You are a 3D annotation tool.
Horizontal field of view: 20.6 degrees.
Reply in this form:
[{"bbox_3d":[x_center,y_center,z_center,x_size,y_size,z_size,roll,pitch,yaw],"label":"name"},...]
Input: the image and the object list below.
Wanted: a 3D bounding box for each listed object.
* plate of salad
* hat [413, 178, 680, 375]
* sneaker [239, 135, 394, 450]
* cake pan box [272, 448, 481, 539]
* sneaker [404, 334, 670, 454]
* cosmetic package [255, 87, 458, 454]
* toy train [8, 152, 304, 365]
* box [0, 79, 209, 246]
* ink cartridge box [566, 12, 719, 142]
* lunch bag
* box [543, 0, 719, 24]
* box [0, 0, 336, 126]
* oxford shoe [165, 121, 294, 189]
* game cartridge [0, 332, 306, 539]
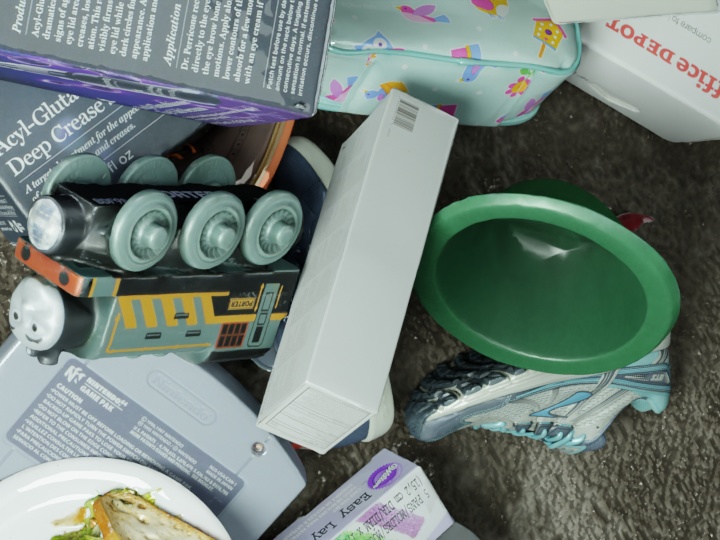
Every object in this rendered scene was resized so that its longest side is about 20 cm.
[{"bbox_3d":[-0.162,0.203,1.137,0.199,0.048,0.201,0,72,0],"label":"plate of salad"},{"bbox_3d":[0.128,-0.047,1.239,0.165,0.200,0.176,22,56,-3],"label":"hat"},{"bbox_3d":[-0.040,0.019,1.241,0.084,0.075,0.201,-15,96,-22],"label":"sneaker"},{"bbox_3d":[0.002,0.241,1.260,0.200,0.052,0.184,-38,117,-18],"label":"cake pan box"},{"bbox_3d":[0.126,0.087,1.309,0.200,0.078,0.087,-17,102,-20],"label":"sneaker"},{"bbox_3d":[0.000,0.000,1.153,0.051,0.083,0.200,25,61,-15],"label":"cosmetic package"},{"bbox_3d":[-0.111,-0.002,1.112,0.200,0.085,0.114,-3,115,-52],"label":"toy train"},{"bbox_3d":[-0.195,-0.136,1.158,0.148,0.107,0.200,-39,104,-16],"label":"box"},{"bbox_3d":[0.220,-0.205,1.335,0.146,0.084,0.200,27,81,-20],"label":"ink cartridge box"},{"bbox_3d":[0.037,-0.175,1.244,0.199,0.077,0.161,2,59,-25],"label":"lunch bag"},{"bbox_3d":[0.162,-0.268,1.201,0.128,0.109,0.201,58,34,-56],"label":"box"},{"bbox_3d":[-0.129,-0.147,1.049,0.199,0.148,0.105,10,88,-21],"label":"box"},{"bbox_3d":[-0.105,-0.052,1.217,0.072,0.071,0.200,34,80,-15],"label":"oxford shoe"},{"bbox_3d":[-0.137,0.102,1.199,0.200,0.041,0.133,39,105,-19],"label":"game cartridge"}]
